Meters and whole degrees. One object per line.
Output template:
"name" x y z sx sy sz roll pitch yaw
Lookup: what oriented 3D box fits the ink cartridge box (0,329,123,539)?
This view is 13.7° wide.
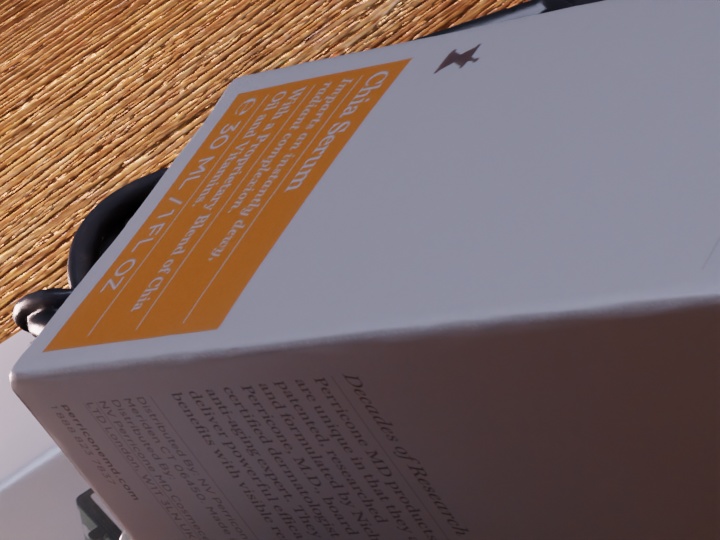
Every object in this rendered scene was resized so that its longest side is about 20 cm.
"ink cartridge box" -0.062 0.050 1.057 0.200 0.084 0.146 -33 19 2

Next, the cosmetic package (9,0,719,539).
"cosmetic package" 0.036 0.005 0.589 0.199 0.071 0.102 -8 37 43

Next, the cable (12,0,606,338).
"cable" 0.000 0.000 0.765 0.199 0.051 0.163 -16 31 20

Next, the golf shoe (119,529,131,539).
"golf shoe" -0.039 0.075 0.782 0.091 0.075 0.200 -38 21 -11
